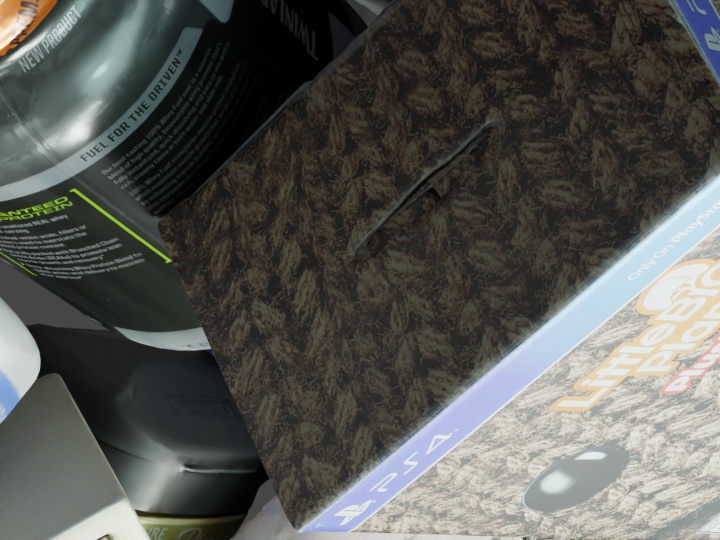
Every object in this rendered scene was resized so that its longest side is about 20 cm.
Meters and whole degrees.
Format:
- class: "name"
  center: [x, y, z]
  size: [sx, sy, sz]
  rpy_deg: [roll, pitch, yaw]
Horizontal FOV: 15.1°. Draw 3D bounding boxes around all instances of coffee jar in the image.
- class: "coffee jar"
  center: [-0.109, 0.112, 0.893]
  size: [0.104, 0.085, 0.200]
  rpy_deg: [8, 112, -59]

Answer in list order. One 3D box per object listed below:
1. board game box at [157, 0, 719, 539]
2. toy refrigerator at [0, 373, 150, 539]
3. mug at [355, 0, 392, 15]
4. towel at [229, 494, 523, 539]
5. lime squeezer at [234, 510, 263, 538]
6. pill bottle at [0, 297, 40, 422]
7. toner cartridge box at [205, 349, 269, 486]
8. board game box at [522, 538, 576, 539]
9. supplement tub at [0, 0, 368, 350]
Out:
- class: "board game box"
  center: [0.080, -0.011, 0.717]
  size: [0.200, 0.097, 0.159]
  rpy_deg: [7, 139, -48]
- class: "toy refrigerator"
  center: [-0.150, 0.120, 0.774]
  size: [0.200, 0.070, 0.076]
  rpy_deg: [-29, 132, -7]
- class: "mug"
  center: [0.072, -0.144, 0.818]
  size: [0.200, 0.175, 0.148]
  rpy_deg: [-33, 144, -36]
- class: "towel"
  center: [-0.006, 0.159, 0.900]
  size: [0.200, 0.032, 0.191]
  rpy_deg: [-44, 127, -28]
- class: "lime squeezer"
  center: [-0.002, 0.078, 0.975]
  size: [0.071, 0.038, 0.200]
  rpy_deg: [-50, 162, 1]
- class: "pill bottle"
  center: [-0.186, 0.063, 0.696]
  size: [0.200, 0.114, 0.114]
  rpy_deg: [-50, 150, -11]
- class: "toner cartridge box"
  center: [0.000, 0.000, 0.916]
  size: [0.095, 0.043, 0.200]
  rpy_deg: [-39, 169, -31]
- class: "board game box"
  center: [0.083, 0.015, 0.983]
  size: [0.200, 0.023, 0.105]
  rpy_deg: [-54, 134, -59]
- class: "supplement tub"
  center: [-0.076, -0.061, 0.732]
  size: [0.123, 0.122, 0.200]
  rpy_deg: [-55, 152, -3]
